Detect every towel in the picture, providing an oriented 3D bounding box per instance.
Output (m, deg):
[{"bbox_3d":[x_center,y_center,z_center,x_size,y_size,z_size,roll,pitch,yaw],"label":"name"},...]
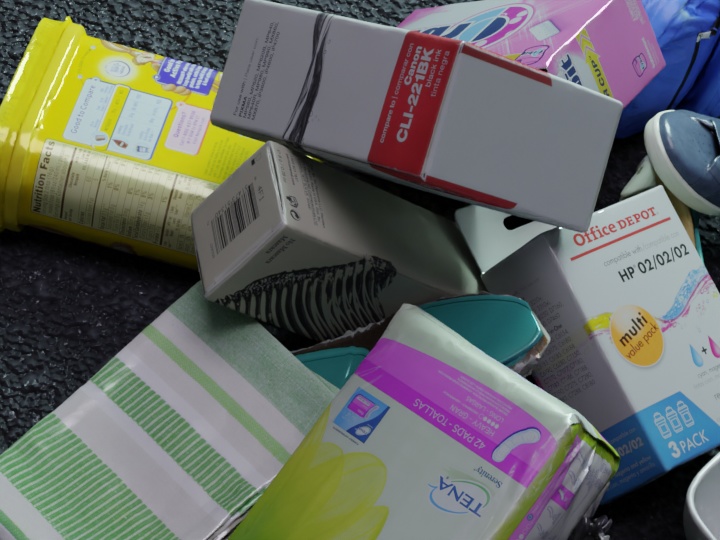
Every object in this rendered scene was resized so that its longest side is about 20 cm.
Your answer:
[{"bbox_3d":[-0.117,0.107,1.363,0.200,0.023,0.152,-42,56,-15],"label":"towel"}]

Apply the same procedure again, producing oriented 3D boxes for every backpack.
[{"bbox_3d":[0.212,-0.189,1.633,0.168,0.163,0.200,37,52,16],"label":"backpack"}]

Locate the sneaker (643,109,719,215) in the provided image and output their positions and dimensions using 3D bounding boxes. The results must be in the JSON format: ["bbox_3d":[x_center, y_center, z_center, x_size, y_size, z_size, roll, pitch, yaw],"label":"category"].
[{"bbox_3d":[0.275,-0.076,1.546,0.200,0.084,0.075,12,57,-38],"label":"sneaker"}]

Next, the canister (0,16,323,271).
[{"bbox_3d":[-0.128,-0.072,1.522,0.199,0.087,0.149,15,48,1],"label":"canister"}]

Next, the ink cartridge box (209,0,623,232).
[{"bbox_3d":[0.030,-0.093,1.400,0.144,0.084,0.200,15,1,-43],"label":"ink cartridge box"}]

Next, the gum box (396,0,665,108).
[{"bbox_3d":[0.083,-0.126,1.554,0.200,0.066,0.113,-2,32,43],"label":"gum box"}]

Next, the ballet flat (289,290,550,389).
[{"bbox_3d":[0.020,0.063,1.404,0.199,0.072,0.072,-14,48,14],"label":"ballet flat"}]

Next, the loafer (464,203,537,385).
[{"bbox_3d":[0.104,-0.004,1.518,0.072,0.063,0.200,1,49,-12],"label":"loafer"}]

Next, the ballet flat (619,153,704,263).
[{"bbox_3d":[0.197,-0.029,1.559,0.063,0.069,0.200,-2,47,7],"label":"ballet flat"}]

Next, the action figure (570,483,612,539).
[{"bbox_3d":[0.093,0.152,1.350,0.200,0.119,0.102,29,94,23],"label":"action figure"}]

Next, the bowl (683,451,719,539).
[{"bbox_3d":[0.304,0.170,1.399,0.200,0.075,0.200,-29,60,-29],"label":"bowl"}]

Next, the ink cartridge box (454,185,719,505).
[{"bbox_3d":[0.154,0.025,1.436,0.115,0.068,0.200,-21,80,-40],"label":"ink cartridge box"}]

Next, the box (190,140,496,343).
[{"bbox_3d":[0.000,0.000,1.424,0.200,0.082,0.069,21,41,-36],"label":"box"}]

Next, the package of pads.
[{"bbox_3d":[0.028,0.137,1.278,0.154,0.068,0.200,33,84,41],"label":"package of pads"}]
